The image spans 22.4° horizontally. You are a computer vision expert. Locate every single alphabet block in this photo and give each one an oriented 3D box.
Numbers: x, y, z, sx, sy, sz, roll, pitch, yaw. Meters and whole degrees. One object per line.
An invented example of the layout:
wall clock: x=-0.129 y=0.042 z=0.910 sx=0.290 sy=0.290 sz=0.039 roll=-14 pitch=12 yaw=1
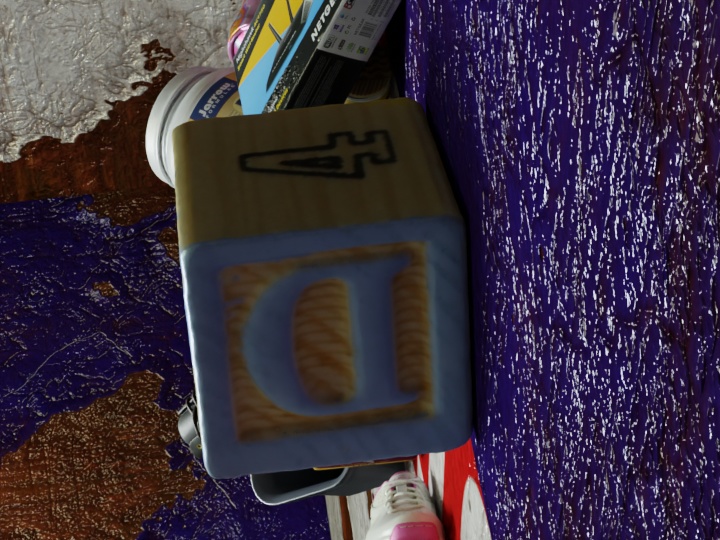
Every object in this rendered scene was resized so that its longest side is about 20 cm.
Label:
alphabet block: x=-0.030 y=0.008 z=1.315 sx=0.200 sy=0.195 sz=0.197 roll=-104 pitch=11 yaw=-61

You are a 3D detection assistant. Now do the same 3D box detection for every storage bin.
storage bin: x=-0.038 y=0.143 z=1.855 sx=0.134 sy=0.145 sz=0.202 roll=20 pitch=-124 yaw=-52

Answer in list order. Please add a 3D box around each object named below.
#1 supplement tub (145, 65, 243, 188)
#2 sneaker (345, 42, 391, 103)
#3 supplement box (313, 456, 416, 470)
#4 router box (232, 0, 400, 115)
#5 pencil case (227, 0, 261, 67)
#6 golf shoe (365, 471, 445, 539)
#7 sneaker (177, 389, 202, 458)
supplement tub: x=-0.094 y=-0.111 z=1.731 sx=0.199 sy=0.144 sz=0.145 roll=22 pitch=131 yaw=34
sneaker: x=-0.018 y=-0.200 z=1.630 sx=0.090 sy=0.074 sz=0.201 roll=97 pitch=168 yaw=-50
supplement box: x=0.002 y=0.099 z=1.617 sx=0.200 sy=0.102 sz=0.132 roll=103 pitch=162 yaw=-75
router box: x=-0.040 y=-0.200 z=1.510 sx=0.201 sy=0.051 sz=0.150 roll=-59 pitch=30 yaw=36
pencil case: x=-0.064 y=-0.269 z=1.716 sx=0.088 sy=0.087 sz=0.201 roll=89 pitch=-167 yaw=-52
golf shoe: x=0.034 y=0.218 z=1.586 sx=0.200 sy=0.075 sz=0.092 roll=106 pitch=161 yaw=-76
sneaker: x=-0.117 y=0.114 z=1.566 sx=0.200 sy=0.106 sz=0.075 roll=58 pitch=-171 yaw=-66
